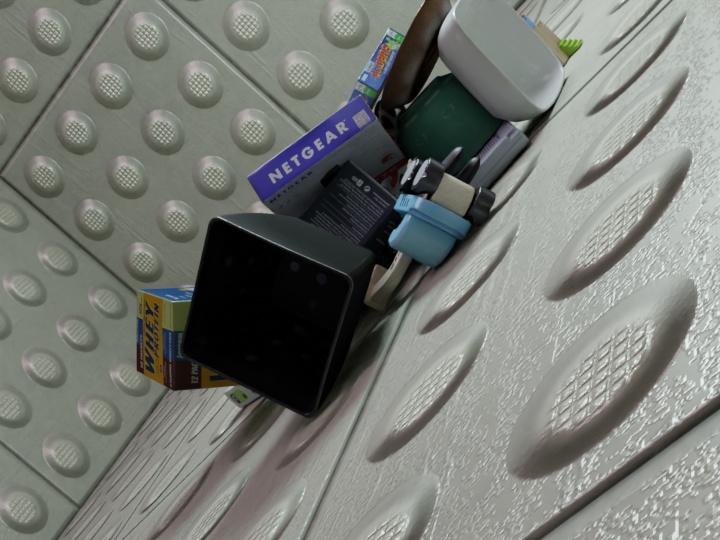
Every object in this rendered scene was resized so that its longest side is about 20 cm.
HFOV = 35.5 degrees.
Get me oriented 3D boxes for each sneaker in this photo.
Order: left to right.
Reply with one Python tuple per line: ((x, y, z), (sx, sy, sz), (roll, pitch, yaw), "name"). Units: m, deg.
((0.029, -0.175, 1.769), (0.080, 0.083, 0.201), (-22, -58, -47), "sneaker")

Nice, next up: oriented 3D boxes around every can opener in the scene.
((0.095, -0.089, 1.533), (0.079, 0.063, 0.200), (-88, 22, -49), "can opener")

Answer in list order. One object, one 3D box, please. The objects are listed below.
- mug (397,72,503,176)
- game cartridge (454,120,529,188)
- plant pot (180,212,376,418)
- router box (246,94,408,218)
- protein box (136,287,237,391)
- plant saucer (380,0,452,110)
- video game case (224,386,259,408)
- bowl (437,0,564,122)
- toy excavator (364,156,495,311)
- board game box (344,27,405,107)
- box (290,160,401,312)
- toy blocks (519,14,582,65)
((0.128, -0.224, 1.696), (0.152, 0.114, 0.185), (-47, 7, 11), "mug")
((0.180, -0.157, 1.624), (0.133, 0.041, 0.200), (-52, 6, 11), "game cartridge")
((-0.086, 0.036, 1.442), (0.177, 0.199, 0.201), (-33, -36, -62), "plant pot")
((-0.044, -0.145, 1.624), (0.200, 0.049, 0.179), (-36, -21, 6), "router box")
((-0.230, 0.100, 1.764), (0.198, 0.199, 0.136), (9, 100, 62), "protein box")
((0.090, -0.321, 1.656), (0.201, 0.037, 0.200), (-61, -6, -11), "plant saucer")
((-0.142, 0.139, 1.982), (0.200, 0.045, 0.181), (-52, 9, -30), "video game case")
((0.197, -0.306, 1.629), (0.075, 0.200, 0.200), (-41, 8, 35), "bowl")
((0.068, -0.037, 1.462), (0.201, 0.100, 0.194), (-62, 11, -1), "toy excavator")
((0.001, -0.248, 1.679), (0.136, 0.034, 0.200), (-63, 3, -41), "board game box")
((-0.018, -0.035, 1.624), (0.200, 0.107, 0.148), (-51, -23, 4), "box")
((0.246, -0.351, 1.854), (0.200, 0.137, 0.100), (-42, 9, 42), "toy blocks")
